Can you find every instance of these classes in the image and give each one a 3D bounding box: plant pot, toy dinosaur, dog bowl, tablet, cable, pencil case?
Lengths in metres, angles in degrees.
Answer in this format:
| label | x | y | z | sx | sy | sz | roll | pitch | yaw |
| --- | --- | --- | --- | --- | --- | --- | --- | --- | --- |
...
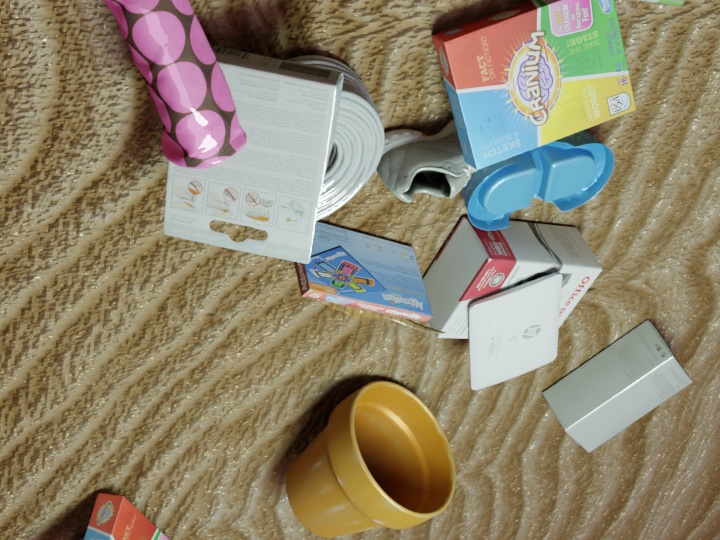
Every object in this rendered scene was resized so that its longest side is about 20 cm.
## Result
| label | x | y | z | sx | sy | sz | roll | pitch | yaw |
| --- | --- | --- | --- | --- | --- | --- | --- | --- | --- |
| plant pot | -0.001 | 0.282 | 1.886 | 0.200 | 0.201 | 0.183 | 17 | 140 | -43 |
| toy dinosaur | 0.000 | 0.040 | 1.660 | 0.200 | 0.106 | 0.060 | 16 | 124 | -43 |
| dog bowl | 0.212 | -0.117 | 1.657 | 0.200 | 0.050 | 0.112 | -16 | 141 | -16 |
| tablet | 0.203 | 0.083 | 1.775 | 0.130 | 0.014 | 0.200 | -20 | 144 | -9 |
| cable | -0.072 | -0.133 | 1.446 | 0.199 | 0.069 | 0.200 | -19 | 141 | -12 |
| pencil case | -0.178 | -0.191 | 1.249 | 0.091 | 0.093 | 0.200 | -50 | 131 | -42 |

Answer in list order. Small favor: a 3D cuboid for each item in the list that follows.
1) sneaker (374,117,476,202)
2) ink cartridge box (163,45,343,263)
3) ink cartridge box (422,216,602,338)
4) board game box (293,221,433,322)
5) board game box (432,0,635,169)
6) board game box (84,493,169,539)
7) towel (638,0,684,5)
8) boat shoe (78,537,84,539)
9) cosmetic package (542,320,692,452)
| label | x | y | z | sx | sy | sz | roll | pitch | yaw |
| --- | --- | --- | --- | --- | --- | --- | --- | --- | --- |
| sneaker | 0.112 | -0.124 | 1.552 | 0.200 | 0.092 | 0.076 | -17 | 143 | -15 |
| ink cartridge box | -0.110 | -0.117 | 1.358 | 0.160 | 0.047 | 0.200 | 11 | 119 | 3 |
| ink cartridge box | 0.194 | 0.015 | 1.769 | 0.200 | 0.083 | 0.147 | 3 | 132 | -34 |
| board game box | 0.000 | 0.000 | 1.616 | 0.200 | 0.103 | 0.019 | 14 | 140 | -41 |
| board game box | 0.193 | -0.216 | 1.485 | 0.200 | 0.040 | 0.153 | -22 | 114 | -9 |
| board game box | -0.322 | 0.417 | 1.850 | 0.040 | 0.153 | 0.200 | 2 | 149 | 21 |
| towel | 0.294 | -0.362 | 1.425 | 0.200 | 0.031 | 0.149 | 2 | 120 | -36 |
| boat shoe | -0.367 | 0.437 | 1.928 | 0.091 | 0.071 | 0.201 | -17 | 143 | -33 |
| cosmetic package | 0.397 | 0.181 | 2.084 | 0.200 | 0.085 | 0.108 | -34 | 142 | 9 |
